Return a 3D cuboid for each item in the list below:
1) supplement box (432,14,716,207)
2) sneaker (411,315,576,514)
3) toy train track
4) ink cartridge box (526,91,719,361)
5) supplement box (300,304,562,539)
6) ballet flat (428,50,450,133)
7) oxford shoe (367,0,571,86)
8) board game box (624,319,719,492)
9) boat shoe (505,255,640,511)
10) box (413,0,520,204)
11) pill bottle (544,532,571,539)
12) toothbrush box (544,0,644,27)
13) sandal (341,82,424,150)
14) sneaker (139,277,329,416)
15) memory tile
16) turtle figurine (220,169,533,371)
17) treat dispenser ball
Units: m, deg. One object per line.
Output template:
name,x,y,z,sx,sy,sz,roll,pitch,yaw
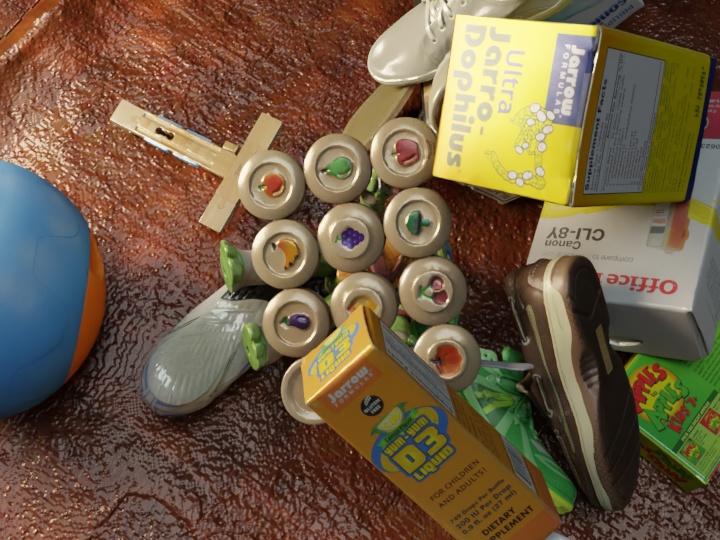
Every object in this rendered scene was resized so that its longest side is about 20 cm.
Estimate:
supplement box,0.155,-0.110,0.671,0.109,0.199,0.110,16,104,38
sneaker,0.110,0.107,0.771,0.083,0.074,0.201,-36,74,-9
toy train track,-0.140,-0.102,0.871,0.198,0.033,0.116,27,79,15
ink cartridge box,0.230,-0.042,0.787,0.144,0.083,0.202,5,64,34
supplement box,0.049,0.118,0.658,0.066,0.069,0.200,-42,107,12
ballet flat,0.098,-0.144,0.737,0.199,0.070,0.070,-15,64,-48
oxford shoe,0.079,-0.210,0.768,0.198,0.057,0.076,-19,66,36
board game box,0.293,0.071,0.799,0.101,0.048,0.200,37,74,13
boat shoe,0.160,0.086,0.735,0.074,0.074,0.205,-26,106,-47
box,0.108,-0.173,0.849,0.060,0.116,0.203,-20,63,38
pill bottle,0.107,0.291,0.682,0.111,0.113,0.202,25,72,9
toothbrush box,0.148,-0.305,0.841,0.085,0.199,0.148,-35,51,31
sandal,0.049,-0.153,0.871,0.070,0.077,0.213,42,54,-25
sneaker,-0.103,0.047,0.800,0.199,0.072,0.072,-37,92,-27
memory tile,-0.002,0.001,0.685,0.151,0.017,0.203,-12,93,4
turtle figurine,0.000,0.000,0.729,0.192,0.146,0.200,-16,26,-16
treat dispenser ball,-0.298,0.015,0.734,0.198,0.201,0.204,0,70,0
